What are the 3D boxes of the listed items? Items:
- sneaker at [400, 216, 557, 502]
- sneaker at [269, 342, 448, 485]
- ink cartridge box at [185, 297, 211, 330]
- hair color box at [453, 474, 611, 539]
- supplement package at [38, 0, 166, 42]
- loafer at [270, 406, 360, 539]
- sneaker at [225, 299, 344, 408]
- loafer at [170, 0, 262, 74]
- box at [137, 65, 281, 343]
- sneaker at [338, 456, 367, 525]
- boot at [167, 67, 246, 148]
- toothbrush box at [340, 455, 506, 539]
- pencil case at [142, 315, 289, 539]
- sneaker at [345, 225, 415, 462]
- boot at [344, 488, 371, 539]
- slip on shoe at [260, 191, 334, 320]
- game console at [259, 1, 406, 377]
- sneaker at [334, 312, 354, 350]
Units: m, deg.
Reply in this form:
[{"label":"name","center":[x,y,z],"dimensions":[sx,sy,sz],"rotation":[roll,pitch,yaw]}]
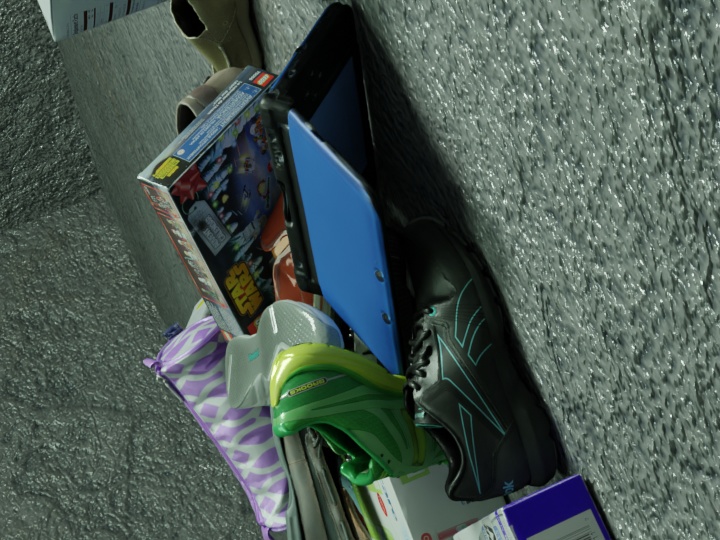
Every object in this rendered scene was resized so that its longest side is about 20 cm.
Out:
[{"label":"sneaker","center":[0.063,0.059,1.179],"dimensions":[0.075,0.079,0.200],"rotation":[109,139,-75]},{"label":"sneaker","center":[0.023,0.116,1.229],"dimensions":[0.074,0.200,0.084],"rotation":[-26,46,63]},{"label":"ink cartridge box","center":[-0.085,0.108,1.669],"dimensions":[0.198,0.047,0.200],"rotation":[43,-160,-12]},{"label":"hair color box","center":[0.126,0.211,1.207],"dimensions":[0.200,0.065,0.109],"rotation":[108,138,-76]},{"label":"supplement package","center":[-0.159,-0.297,1.237],"dimensions":[0.147,0.200,0.192],"rotation":[144,103,-79]},{"label":"loafer","center":[-0.031,0.162,1.466],"dimensions":[0.072,0.063,0.200],"rotation":[13,-112,-70]},{"label":"sneaker","center":[-0.044,0.065,1.358],"dimensions":[0.200,0.080,0.071],"rotation":[152,117,-67]},{"label":"loafer","center":[-0.137,-0.230,1.606],"dimensions":[0.200,0.067,0.076],"rotation":[83,161,-54]},{"label":"box","center":[-0.088,-0.046,1.422],"dimensions":[0.040,0.137,0.200],"rotation":[22,150,38]},{"label":"sneaker","center":[0.025,0.197,1.575],"dimensions":[0.200,0.074,0.082],"rotation":[50,-173,-26]},{"label":"boot","center":[-0.104,-0.075,1.474],"dimensions":[0.070,0.146,0.200],"rotation":[15,115,36]},{"label":"toothbrush box","center":[0.048,0.172,1.450],"dimensions":[0.200,0.086,0.146],"rotation":[165,84,-78]},{"label":"pencil case","center":[-0.101,0.132,1.525],"dimensions":[0.200,0.085,0.084],"rotation":[56,157,-11]},{"label":"sneaker","center":[0.036,0.061,1.340],"dimensions":[0.066,0.090,0.200],"rotation":[96,176,-65]},{"label":"boot","center":[0.007,0.243,1.746],"dimensions":[0.075,0.107,0.200],"rotation":[-45,62,41]},{"label":"slip on shoe","center":[-0.050,-0.032,1.387],"dimensions":[0.074,0.061,0.200],"rotation":[-79,-8,-61]},{"label":"game console","center":[0.006,-0.057,1.239],"dimensions":[0.118,0.171,0.200],"rotation":[16,144,20]},{"label":"sneaker","center":[-0.018,0.079,1.580],"dimensions":[0.200,0.079,0.076],"rotation":[46,-155,-60]}]
